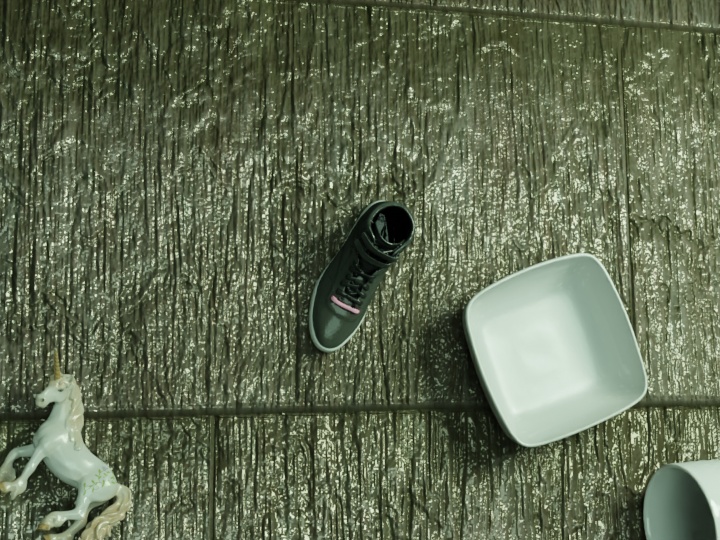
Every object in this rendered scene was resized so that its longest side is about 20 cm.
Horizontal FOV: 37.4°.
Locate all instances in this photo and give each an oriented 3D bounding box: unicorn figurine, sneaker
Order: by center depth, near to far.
[{"bbox_3d":[-0.329,0.206,1.167,0.137,0.074,0.201,-44,106,-24],"label":"unicorn figurine"},{"bbox_3d":[0.000,0.000,1.244,0.070,0.099,0.202,28,78,-8],"label":"sneaker"}]

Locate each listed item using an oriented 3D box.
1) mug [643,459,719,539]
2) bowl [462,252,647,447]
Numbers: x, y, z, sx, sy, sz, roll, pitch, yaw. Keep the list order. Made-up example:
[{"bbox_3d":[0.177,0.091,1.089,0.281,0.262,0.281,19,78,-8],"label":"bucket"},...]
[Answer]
[{"bbox_3d":[0.449,0.323,1.275,0.173,0.148,0.202,-1,112,-19],"label":"mug"},{"bbox_3d":[0.225,0.096,1.288,0.198,0.075,0.202,-20,87,-14],"label":"bowl"}]
